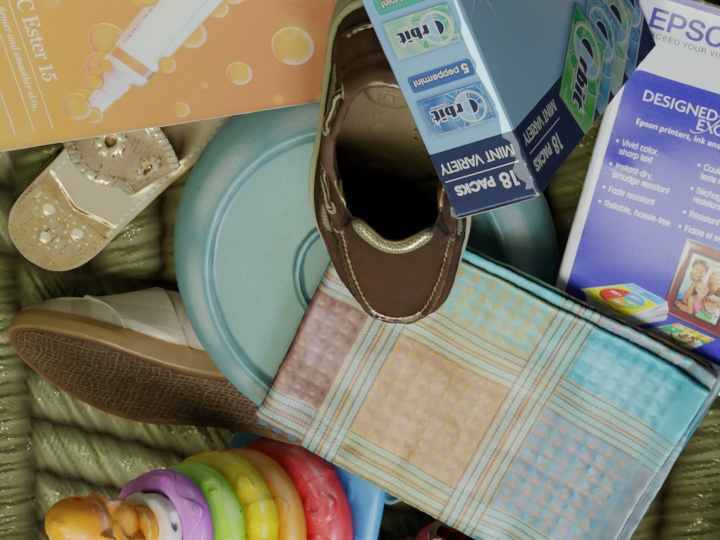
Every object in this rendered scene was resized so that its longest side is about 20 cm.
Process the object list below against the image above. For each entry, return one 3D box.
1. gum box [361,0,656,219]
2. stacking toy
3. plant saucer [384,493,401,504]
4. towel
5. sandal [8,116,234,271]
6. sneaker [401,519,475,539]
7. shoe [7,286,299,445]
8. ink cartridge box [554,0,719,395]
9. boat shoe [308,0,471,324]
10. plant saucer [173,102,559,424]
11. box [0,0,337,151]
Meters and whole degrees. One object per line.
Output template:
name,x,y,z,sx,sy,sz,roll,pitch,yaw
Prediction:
gum box,0.047,-0.148,0.975,0.044,0.170,0.200,-16,109,30
stacking toy,-0.089,0.138,1.224,0.116,0.200,0.110,18,96,38
plant saucer,0.075,0.069,1.245,0.200,0.019,0.070,-22,115,33
towel,0.061,0.065,1.157,0.200,0.022,0.147,27,116,2
sandal,-0.127,-0.057,1.193,0.078,0.070,0.212,36,129,-7
sneaker,0.006,0.177,1.328,0.201,0.067,0.108,31,106,19
shoe,-0.096,0.048,1.276,0.199,0.053,0.070,13,139,15
ink cartridge box,0.205,-0.026,1.106,0.197,0.047,0.200,18,120,8
boat shoe,0.010,-0.035,1.038,0.074,0.075,0.203,-2,138,6
plant saucer,0.000,0.000,1.178,0.199,0.027,0.201,3,110,8
box,-0.087,-0.143,1.074,0.199,0.098,0.125,-8,122,13
